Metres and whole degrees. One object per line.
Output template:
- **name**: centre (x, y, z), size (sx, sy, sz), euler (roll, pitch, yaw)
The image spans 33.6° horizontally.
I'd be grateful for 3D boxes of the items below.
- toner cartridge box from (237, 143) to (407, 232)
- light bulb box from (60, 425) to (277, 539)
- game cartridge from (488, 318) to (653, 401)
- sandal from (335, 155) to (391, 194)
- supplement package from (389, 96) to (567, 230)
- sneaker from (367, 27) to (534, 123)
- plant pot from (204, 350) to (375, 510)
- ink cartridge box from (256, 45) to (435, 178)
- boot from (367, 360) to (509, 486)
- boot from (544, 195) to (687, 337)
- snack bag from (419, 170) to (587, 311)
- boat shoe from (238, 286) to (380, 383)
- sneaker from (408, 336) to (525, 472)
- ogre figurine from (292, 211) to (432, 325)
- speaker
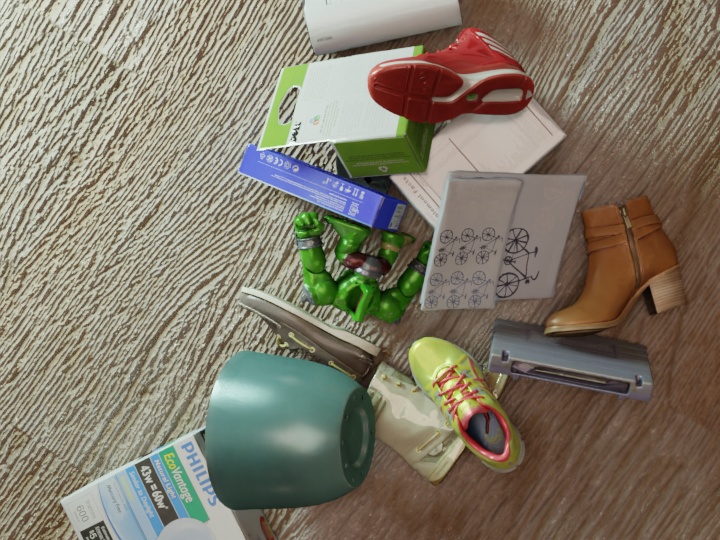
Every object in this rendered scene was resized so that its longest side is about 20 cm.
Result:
- **toner cartridge box**: centre (-0.048, -0.105, 1.522), size (0.200, 0.095, 0.043), euler (23, 95, 21)
- **light bulb box**: centre (-0.244, 0.332, 1.556), size (0.200, 0.125, 0.198), euler (-28, 88, 6)
- **game cartridge**: centre (0.263, 0.112, 1.502), size (0.200, 0.130, 0.038), euler (10, 106, 6)
- **sandal**: centre (0.004, -0.183, 1.563), size (0.075, 0.048, 0.201), euler (1, 90, 5)
- **supplement package**: centre (0.148, -0.141, 1.519), size (0.200, 0.110, 0.114), euler (-41, 87, 4)
- **sneaker**: centre (0.098, -0.237, 1.425), size (0.200, 0.116, 0.078), euler (4, 127, -16)
- **plant pot**: centre (-0.075, 0.203, 1.482), size (0.161, 0.201, 0.201), euler (1, 91, 21)
- **ink cartridge box**: centre (-0.012, -0.193, 1.492), size (0.200, 0.076, 0.148), euler (-4, 55, 24)
- **boot**: centre (0.093, 0.157, 1.549), size (0.155, 0.072, 0.200), euler (34, 94, 7)
- **boot**: centre (0.306, -0.003, 1.520), size (0.200, 0.074, 0.155), euler (-16, 83, -14)
- **snack bag**: centre (0.179, -0.035, 1.489), size (0.200, 0.021, 0.189), euler (-1, 118, -22)
- **boat shoe**: centre (-0.075, 0.084, 1.565), size (0.200, 0.072, 0.060), euler (26, 90, -1)
- **sneaker**: centre (0.131, 0.160, 1.463), size (0.078, 0.090, 0.200), euler (-42, 79, 4)
- **ogre figurine**: centre (0.000, 0.000, 1.537), size (0.200, 0.098, 0.120), euler (11, 99, -39)
- **speaker**: centre (0.030, -0.338, 1.543), size (0.200, 0.081, 0.081), euler (-12, 89, 5)
